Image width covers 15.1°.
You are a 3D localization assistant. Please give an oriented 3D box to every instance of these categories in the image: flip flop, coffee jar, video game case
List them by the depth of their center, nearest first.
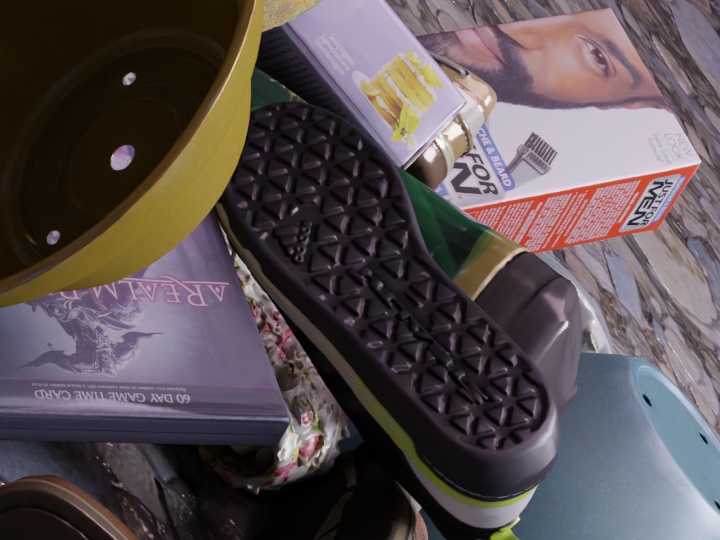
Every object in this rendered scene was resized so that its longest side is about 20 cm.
[{"bbox_3d":[-0.117,-0.019,0.992,0.142,0.019,0.201,4,45,-30],"label":"video game case"},{"bbox_3d":[-0.007,0.117,1.061,0.200,0.081,0.058,-65,132,-77],"label":"flip flop"},{"bbox_3d":[0.000,0.000,1.133,0.200,0.085,0.104,34,-14,18],"label":"coffee jar"}]

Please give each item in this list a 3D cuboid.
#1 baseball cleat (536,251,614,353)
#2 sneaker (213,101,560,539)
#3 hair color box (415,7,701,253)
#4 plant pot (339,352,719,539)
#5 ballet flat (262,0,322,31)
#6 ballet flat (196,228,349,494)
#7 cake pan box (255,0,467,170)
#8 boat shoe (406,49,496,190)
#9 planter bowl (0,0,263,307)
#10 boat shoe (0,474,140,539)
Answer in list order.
[{"bbox_3d":[0.071,-0.013,1.497,0.200,0.070,0.107,48,18,-21],"label":"baseball cleat"},{"bbox_3d":[0.001,0.027,1.036,0.200,0.071,0.083,56,-27,26],"label":"sneaker"},{"bbox_3d":[0.063,-0.065,1.410,0.199,0.064,0.111,-11,60,-31],"label":"hair color box"},{"bbox_3d":[0.095,0.114,1.212,0.200,0.135,0.200,47,18,-20],"label":"plant pot"},{"bbox_3d":[-0.100,-0.122,1.081,0.071,0.199,0.071,179,-90,-87],"label":"ballet flat"},{"bbox_3d":[-0.077,0.005,1.078,0.200,0.076,0.064,50,30,-2],"label":"ballet flat"},{"bbox_3d":[-0.063,-0.117,1.219,0.184,0.052,0.200,51,-20,-12],"label":"cake pan box"},{"bbox_3d":[-0.022,-0.114,1.333,0.200,0.076,0.072,36,-22,17],"label":"boat shoe"},{"bbox_3d":[-0.100,-0.056,0.927,0.083,0.200,0.201,45,18,-47],"label":"planter bowl"},{"bbox_3d":[-0.063,0.144,0.865,0.201,0.072,0.068,60,11,-15],"label":"boat shoe"}]
